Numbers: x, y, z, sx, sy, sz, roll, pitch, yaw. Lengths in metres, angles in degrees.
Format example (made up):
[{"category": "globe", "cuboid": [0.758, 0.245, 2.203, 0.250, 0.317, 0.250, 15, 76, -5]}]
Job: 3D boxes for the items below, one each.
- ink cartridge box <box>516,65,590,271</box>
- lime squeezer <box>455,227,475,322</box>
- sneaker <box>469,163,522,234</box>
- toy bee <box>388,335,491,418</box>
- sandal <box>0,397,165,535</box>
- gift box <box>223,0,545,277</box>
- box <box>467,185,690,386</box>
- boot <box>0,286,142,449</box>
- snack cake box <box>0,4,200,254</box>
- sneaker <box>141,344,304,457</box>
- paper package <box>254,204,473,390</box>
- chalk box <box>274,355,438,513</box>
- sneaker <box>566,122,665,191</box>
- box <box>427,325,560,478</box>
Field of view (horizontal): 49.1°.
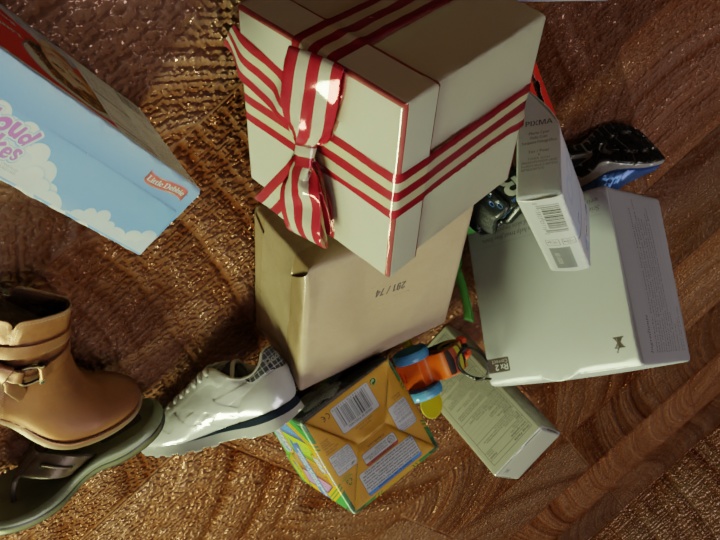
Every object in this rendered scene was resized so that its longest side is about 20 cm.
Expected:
[{"category": "ink cartridge box", "cuboid": [0.201, -0.122, 0.807, 0.047, 0.201, 0.160, -4, 155, 25]}, {"category": "lime squeezer", "cuboid": [0.133, -0.042, 0.934, 0.038, 0.070, 0.201, 33, 73, -38]}, {"category": "sneaker", "cuboid": [0.136, -0.121, 0.803, 0.073, 0.112, 0.201, -29, 144, -17]}, {"category": "toy bee", "cuboid": [0.094, 0.127, 1.012, 0.109, 0.199, 0.132, -27, 118, -53]}, {"category": "sandal", "cuboid": [-0.290, 0.178, 0.772, 0.200, 0.080, 0.058, -34, 128, -21]}, {"category": "gift box", "cuboid": [0.003, -0.126, 0.619, 0.187, 0.200, 0.185, -38, 145, -32]}, {"category": "box", "cuboid": [0.254, 0.027, 0.937, 0.130, 0.201, 0.198, 3, 165, -45]}, {"category": "boot", "cuboid": [-0.264, 0.080, 0.672, 0.199, 0.074, 0.155, -2, 132, -42]}, {"category": "snack cake box", "cuboid": [-0.206, -0.101, 0.498, 0.067, 0.115, 0.200, -44, 145, 6]}, {"category": "sneaker", "cuboid": [-0.156, 0.138, 0.828, 0.199, 0.081, 0.076, -20, -170, 18]}, {"category": "paper package", "cuboid": [0.000, 0.000, 0.815, 0.199, 0.104, 0.191, -22, 141, -26]}, {"category": "chalk box", "cuboid": [-0.029, 0.173, 0.916, 0.125, 0.200, 0.124, -34, 103, -20]}, {"category": "sneaker", "cuboid": [0.292, -0.123, 0.995, 0.199, 0.079, 0.089, -16, 146, -19]}, {"category": "box", "cuboid": [0.166, 0.179, 1.081, 0.095, 0.200, 0.078, -48, 145, 11]}]
